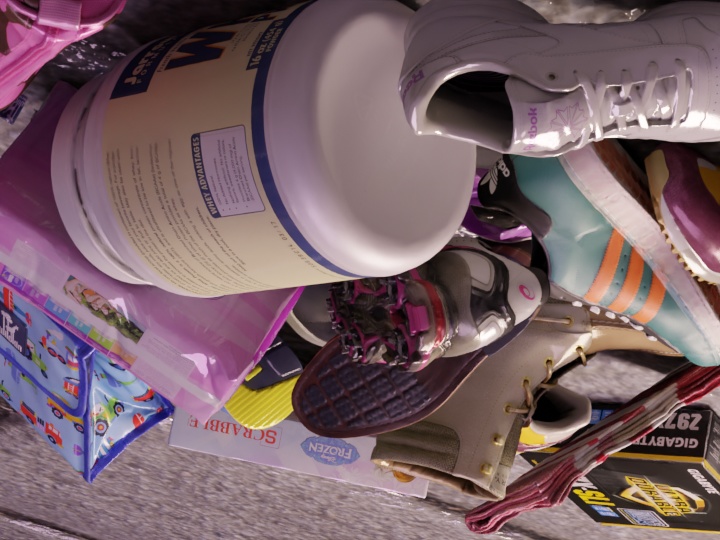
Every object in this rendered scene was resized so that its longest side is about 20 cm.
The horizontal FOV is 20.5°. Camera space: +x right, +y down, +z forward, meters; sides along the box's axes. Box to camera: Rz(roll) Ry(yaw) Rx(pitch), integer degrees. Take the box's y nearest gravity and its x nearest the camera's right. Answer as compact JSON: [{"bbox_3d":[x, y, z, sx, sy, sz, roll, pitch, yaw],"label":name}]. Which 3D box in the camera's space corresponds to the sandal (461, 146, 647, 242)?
[{"bbox_3d":[0.081,-0.040,1.173,0.202,0.050,0.082,10,162,3],"label":"sandal"}]

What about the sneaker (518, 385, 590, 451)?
[{"bbox_3d":[0.079,0.081,1.459,0.200,0.075,0.090,19,153,-37],"label":"sneaker"}]

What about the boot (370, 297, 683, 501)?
[{"bbox_3d":[0.114,0.078,1.313,0.199,0.155,0.072,8,160,17],"label":"boot"}]

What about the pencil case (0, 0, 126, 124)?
[{"bbox_3d":[-0.184,-0.131,1.024,0.091,0.094,0.200,21,157,-22],"label":"pencil case"}]

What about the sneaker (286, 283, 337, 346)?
[{"bbox_3d":[0.000,0.000,1.287,0.106,0.075,0.200,3,157,31],"label":"sneaker"}]

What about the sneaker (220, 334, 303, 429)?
[{"bbox_3d":[-0.113,0.013,1.299,0.200,0.074,0.082,63,165,-14],"label":"sneaker"}]

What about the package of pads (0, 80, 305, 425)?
[{"bbox_3d":[-0.135,-0.014,1.187,0.200,0.121,0.076,34,140,-2],"label":"package of pads"}]

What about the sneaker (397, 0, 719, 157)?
[{"bbox_3d":[0.114,-0.081,0.956,0.199,0.100,0.075,3,125,10],"label":"sneaker"}]

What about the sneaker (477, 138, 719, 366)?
[{"bbox_3d":[0.141,-0.008,1.129,0.080,0.071,0.200,-30,123,20],"label":"sneaker"}]

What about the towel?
[{"bbox_3d":[0.173,0.115,1.375,0.023,0.200,0.144,57,157,4],"label":"towel"}]

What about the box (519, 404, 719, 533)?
[{"bbox_3d":[0.237,0.164,1.630,0.159,0.049,0.200,3,158,29],"label":"box"}]

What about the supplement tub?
[{"bbox_3d":[-0.055,-0.061,1.058,0.200,0.145,0.145,-7,153,42],"label":"supplement tub"}]

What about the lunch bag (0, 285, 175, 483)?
[{"bbox_3d":[-0.225,0.041,1.448,0.151,0.094,0.200,42,160,21],"label":"lunch bag"}]

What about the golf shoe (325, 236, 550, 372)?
[{"bbox_3d":[0.037,0.016,1.127,0.092,0.073,0.200,-12,-170,-17],"label":"golf shoe"}]

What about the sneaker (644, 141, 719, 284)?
[{"bbox_3d":[0.239,-0.023,1.118,0.090,0.075,0.200,-29,135,28],"label":"sneaker"}]

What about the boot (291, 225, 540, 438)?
[{"bbox_3d":[0.048,0.038,1.255,0.200,0.097,0.075,-32,95,31],"label":"boot"}]

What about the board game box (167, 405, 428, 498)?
[{"bbox_3d":[-0.038,0.123,1.576,0.199,0.041,0.200,11,-174,2],"label":"board game box"}]
